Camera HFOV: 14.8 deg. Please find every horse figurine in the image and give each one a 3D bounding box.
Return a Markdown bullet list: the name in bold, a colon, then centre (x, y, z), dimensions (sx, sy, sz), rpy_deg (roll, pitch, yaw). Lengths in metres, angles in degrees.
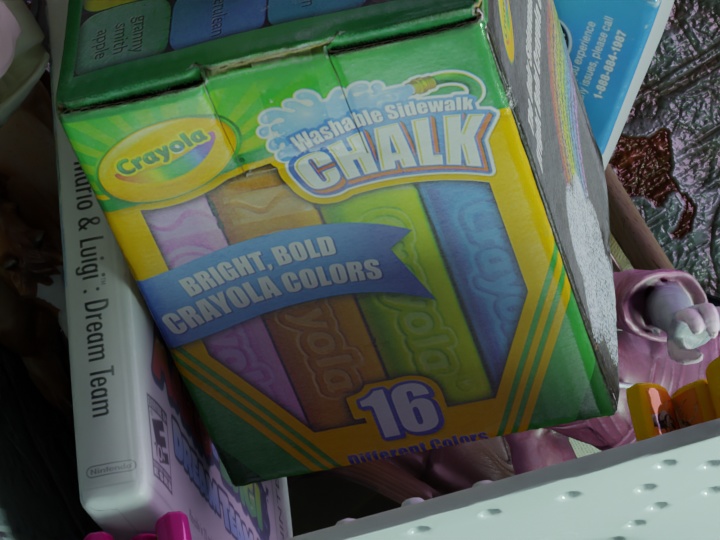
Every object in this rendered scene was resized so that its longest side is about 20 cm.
- **horse figurine**: centre (-0.104, -0.015, 0.913), dimensions (0.133, 0.050, 0.200), rpy_deg (57, 10, -38)

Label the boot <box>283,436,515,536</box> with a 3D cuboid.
- **boot**: centre (0.062, 0.065, 1.052), dimensions (0.186, 0.064, 0.200), rpy_deg (33, 30, -11)

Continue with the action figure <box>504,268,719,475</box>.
- **action figure**: centre (0.107, 0.034, 0.948), dimensions (0.200, 0.134, 0.149), rpy_deg (18, 33, -21)

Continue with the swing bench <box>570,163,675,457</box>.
- **swing bench**: centre (0.052, 0.048, 1.223), dimensions (0.200, 0.199, 0.130), rpy_deg (63, 6, 36)

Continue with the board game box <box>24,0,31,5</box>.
- **board game box**: centre (-0.170, -0.178, 0.978), dimensions (0.159, 0.097, 0.200), rpy_deg (59, 5, 5)

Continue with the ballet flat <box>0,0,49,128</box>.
- **ballet flat**: centre (-0.126, -0.052, 0.784), dimensions (0.068, 0.072, 0.200), rpy_deg (55, 5, -6)

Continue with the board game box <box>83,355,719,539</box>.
- **board game box**: centre (0.042, 0.093, 0.819), dimensions (0.200, 0.200, 0.026), rpy_deg (49, 28, -61)

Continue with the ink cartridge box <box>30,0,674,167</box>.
- **ink cartridge box**: centre (0.002, -0.105, 0.921), dimensions (0.200, 0.086, 0.146), rpy_deg (24, -37, 6)

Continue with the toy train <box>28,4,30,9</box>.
- **toy train**: centre (-0.080, -0.138, 1.180), dimensions (0.150, 0.200, 0.056), rpy_deg (-24, 104, -50)

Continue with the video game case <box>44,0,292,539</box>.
- **video game case**: centre (-0.056, 0.021, 0.876), dimensions (0.200, 0.024, 0.182), rpy_deg (62, 19, -63)

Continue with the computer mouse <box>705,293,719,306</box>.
- **computer mouse**: centre (0.079, 0.001, 1.141), dimensions (0.200, 0.034, 0.059), rpy_deg (26, 28, 28)

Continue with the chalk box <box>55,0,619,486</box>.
- **chalk box**: centre (-0.010, -0.056, 0.794), dimensions (0.124, 0.124, 0.200), rpy_deg (-87, 160, -49)
